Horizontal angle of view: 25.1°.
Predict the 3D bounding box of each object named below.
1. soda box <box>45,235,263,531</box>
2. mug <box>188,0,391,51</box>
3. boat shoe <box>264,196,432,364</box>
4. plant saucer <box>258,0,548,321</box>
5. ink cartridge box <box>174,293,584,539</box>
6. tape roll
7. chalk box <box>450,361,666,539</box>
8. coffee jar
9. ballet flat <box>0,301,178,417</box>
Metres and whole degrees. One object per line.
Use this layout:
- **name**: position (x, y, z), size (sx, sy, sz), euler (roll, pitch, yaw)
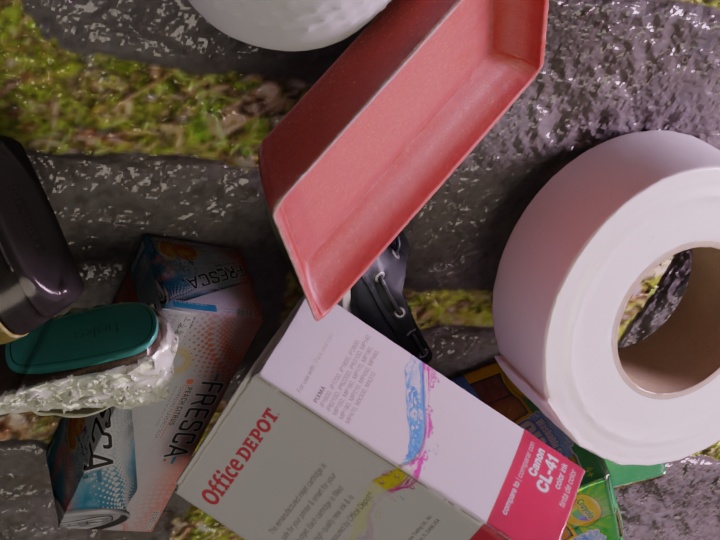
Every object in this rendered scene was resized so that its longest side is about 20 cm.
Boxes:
- **soda box**: position (-0.131, 0.074, 0.996), size (0.068, 0.064, 0.201), euler (8, 129, -28)
- **mug**: position (-0.004, -0.201, 0.722), size (0.199, 0.148, 0.176), euler (-25, 149, -33)
- **boat shoe**: position (0.001, 0.001, 0.972), size (0.066, 0.074, 0.201), euler (-35, 126, -18)
- **plant saucer**: position (0.021, -0.082, 0.827), size (0.200, 0.037, 0.200), euler (-49, 166, -10)
- **ink cartridge box**: position (0.009, 0.125, 0.957), size (0.199, 0.086, 0.148), euler (35, 137, -1)
- **tape roll**: position (0.184, 0.019, 1.011), size (0.200, 0.071, 0.204), euler (-11, 118, -22)
- **chalk box**: position (0.109, 0.146, 1.120), size (0.198, 0.125, 0.124), euler (-22, 138, -1)
- **coffee jar**: position (-0.246, 0.011, 0.824), size (0.198, 0.105, 0.085), euler (-24, -178, 3)
- **ballet flat**: position (-0.198, 0.062, 0.899), size (0.198, 0.072, 0.072), euler (-4, 136, 1)
